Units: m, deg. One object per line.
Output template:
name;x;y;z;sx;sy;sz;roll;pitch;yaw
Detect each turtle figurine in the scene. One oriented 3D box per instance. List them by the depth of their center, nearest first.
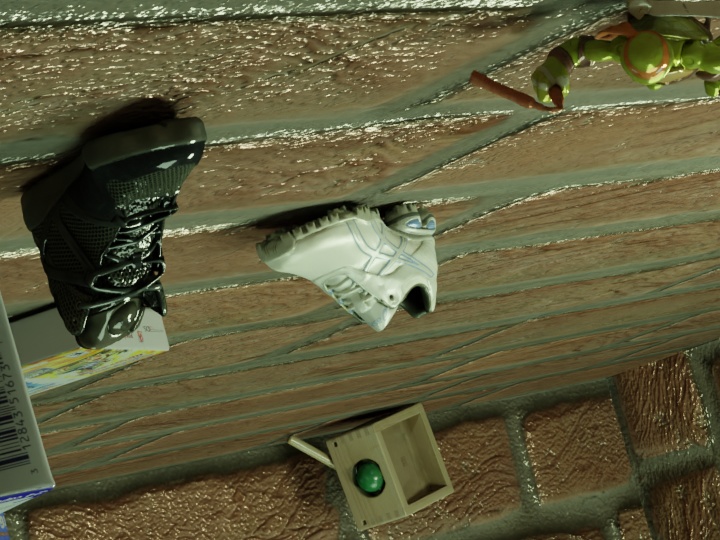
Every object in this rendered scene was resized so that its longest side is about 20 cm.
turtle figurine;0.175;-0.131;1.440;0.199;0.065;0.161;-3;-176;19

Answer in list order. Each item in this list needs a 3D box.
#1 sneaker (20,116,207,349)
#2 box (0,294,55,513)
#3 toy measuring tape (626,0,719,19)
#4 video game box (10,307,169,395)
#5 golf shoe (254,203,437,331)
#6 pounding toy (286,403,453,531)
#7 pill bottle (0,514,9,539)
sneaker;-0.137;-0.023;1.437;0.076;0.115;0.199;-12;169;-35
box;-0.306;0.084;1.579;0.105;0.185;0.200;-12;171;-31
toy measuring tape;0.256;-0.174;1.383;0.199;0.074;0.074;3;170;-4
video game box;-0.291;0.077;2.059;0.199;0.047;0.182;-18;174;18
golf shoe;0.000;0.000;1.906;0.078;0.098;0.200;-20;170;40
pounding toy;0.016;0.313;3.842;0.142;0.185;0.200;-22;178;34
pill bottle;-0.496;0.358;3.015;0.112;0.201;0.112;-15;172;-2
